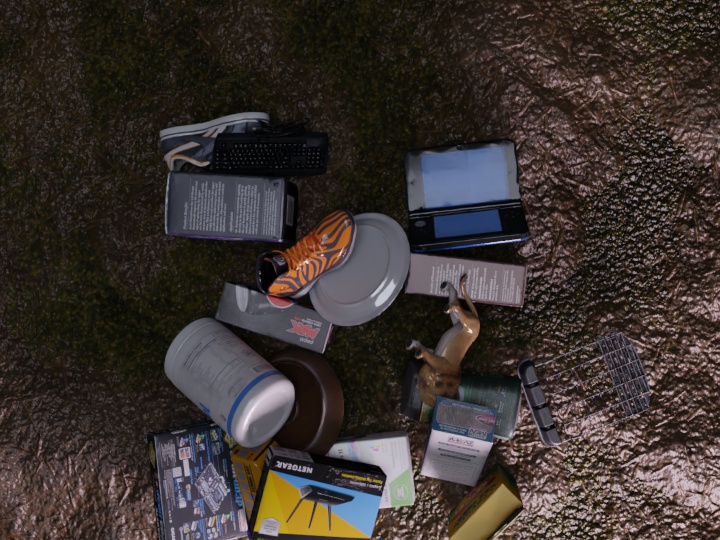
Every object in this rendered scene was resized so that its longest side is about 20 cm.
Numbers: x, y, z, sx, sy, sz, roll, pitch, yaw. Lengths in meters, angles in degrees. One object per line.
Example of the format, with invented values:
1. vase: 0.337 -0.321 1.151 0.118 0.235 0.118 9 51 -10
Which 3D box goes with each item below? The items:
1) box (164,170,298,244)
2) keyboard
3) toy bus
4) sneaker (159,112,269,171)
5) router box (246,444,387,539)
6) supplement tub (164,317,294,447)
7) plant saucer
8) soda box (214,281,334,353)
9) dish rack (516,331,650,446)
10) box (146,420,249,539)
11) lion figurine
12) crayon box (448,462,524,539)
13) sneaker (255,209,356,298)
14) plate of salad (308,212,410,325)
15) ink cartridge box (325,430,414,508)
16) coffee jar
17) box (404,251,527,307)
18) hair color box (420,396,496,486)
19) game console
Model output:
1. box: -0.213 -0.104 1.657 0.195 0.148 0.107 3 90 6
2. keyboard: -0.149 -0.200 1.659 0.196 0.040 0.106 -3 120 -14
3. toy bus: -0.154 0.380 1.658 0.077 0.065 0.203 7 122 31
4. sneaker: -0.245 -0.216 1.696 0.196 0.078 0.081 -11 86 13
5. router box: -0.070 0.376 1.592 0.196 0.051 0.152 13 96 -17
6. supplement tub: -0.215 0.184 1.631 0.199 0.132 0.133 34 93 31
7. plant saucer: -0.121 0.231 1.666 0.197 0.034 0.205 -4 81 29
8. soda box: -0.144 0.079 1.692 0.196 0.063 0.072 17 91 4
9. dish rack: 0.376 0.195 1.652 0.197 0.055 0.156 -21 90 3
10. box: -0.270 0.361 1.670 0.156 0.046 0.205 -7 90 -31
11. lion figurine: 0.145 0.117 1.576 0.122 0.072 0.201 38 85 -29
12. crayon box: 0.200 0.388 1.592 0.051 0.200 0.127 44 93 4
13. sneaker: -0.094 -0.022 1.605 0.200 0.111 0.078 -49 63 26
14. plate of salad: 0.000 0.000 1.651 0.197 0.048 0.204 -15 60 26
15. ink cartridge box: -0.011 0.343 1.677 0.196 0.067 0.120 -8 90 5
16. coffee jar: 0.166 0.212 1.652 0.196 0.085 0.107 12 91 4
17. box: 0.174 0.015 1.645 0.196 0.100 0.077 8 91 5
18. hair color box: 0.156 0.278 1.597 0.098 0.201 0.061 11 60 4
19. game console: 0.172 -0.126 1.642 0.196 0.172 0.120 -7 116 5
